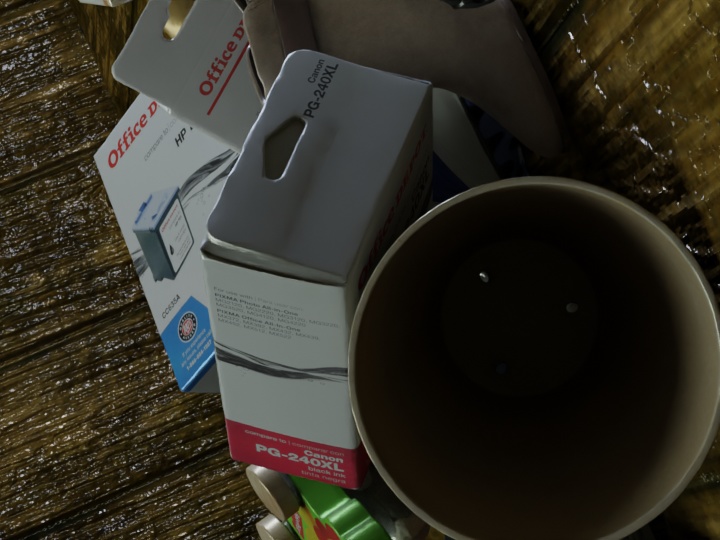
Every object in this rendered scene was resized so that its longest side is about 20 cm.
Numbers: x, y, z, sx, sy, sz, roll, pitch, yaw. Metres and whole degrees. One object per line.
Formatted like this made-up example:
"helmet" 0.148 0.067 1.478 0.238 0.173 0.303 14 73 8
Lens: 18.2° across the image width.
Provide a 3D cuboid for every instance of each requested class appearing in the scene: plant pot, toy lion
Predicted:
"plant pot" 0.090 0.037 1.194 0.200 0.187 0.188 -73 -39 -83
"toy lion" 0.000 0.214 1.603 0.192 0.069 0.200 52 165 20

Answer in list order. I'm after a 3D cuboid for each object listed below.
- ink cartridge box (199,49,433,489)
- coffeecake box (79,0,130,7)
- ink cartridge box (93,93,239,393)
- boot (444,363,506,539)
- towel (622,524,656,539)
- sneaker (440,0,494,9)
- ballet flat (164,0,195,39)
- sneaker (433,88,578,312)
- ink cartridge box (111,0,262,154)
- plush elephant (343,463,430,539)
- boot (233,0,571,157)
"ink cartridge box" -0.018 0.002 1.225 0.200 0.083 0.146 88 -159 -54
"coffeecake box" -0.153 -0.269 1.780 0.200 0.153 0.073 -151 40 -74
"ink cartridge box" -0.085 -0.039 1.496 0.147 0.086 0.201 -49 54 38
"boot" 0.047 0.128 1.420 0.168 0.076 0.201 15 93 35
"towel" 0.137 0.196 1.465 0.200 0.024 0.147 1 119 58
"sneaker" 0.040 -0.235 1.138 0.094 0.070 0.200 -95 -13 -59
"ballet flat" -0.077 -0.168 1.772 0.200 0.069 0.063 41 159 -2
"sneaker" 0.049 -0.034 1.350 0.081 0.115 0.200 -159 47 -78
"ink cartridge box" -0.047 -0.123 1.379 0.200 0.115 0.068 29 -177 -19
"plush elephant" 0.017 0.082 1.736 0.200 0.165 0.155 35 125 10
"boot" 0.011 -0.124 1.256 0.070 0.146 0.200 91 154 -64
